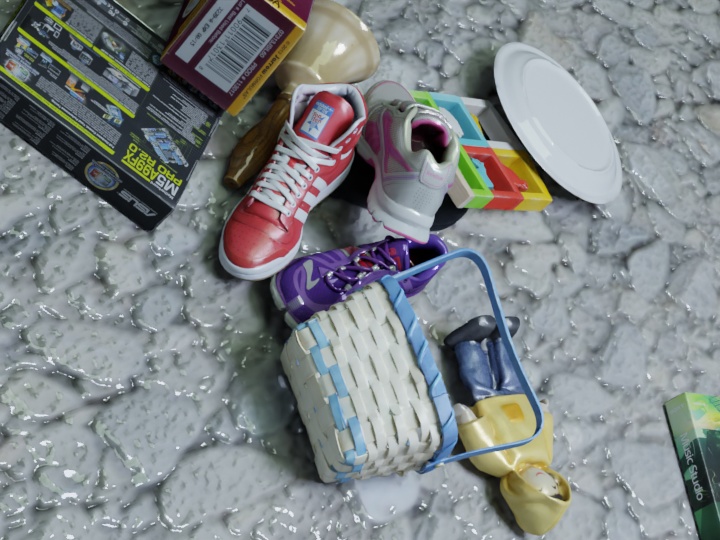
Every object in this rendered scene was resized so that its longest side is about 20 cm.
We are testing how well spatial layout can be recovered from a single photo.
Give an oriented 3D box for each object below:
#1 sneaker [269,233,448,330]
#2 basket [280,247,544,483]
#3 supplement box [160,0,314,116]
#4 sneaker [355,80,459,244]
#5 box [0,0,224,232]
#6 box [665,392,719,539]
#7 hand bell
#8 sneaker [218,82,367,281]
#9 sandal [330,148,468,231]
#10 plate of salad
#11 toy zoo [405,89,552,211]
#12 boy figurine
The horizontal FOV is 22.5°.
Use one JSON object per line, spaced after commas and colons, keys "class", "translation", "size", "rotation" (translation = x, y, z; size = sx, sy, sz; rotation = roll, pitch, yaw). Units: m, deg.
{"class": "sneaker", "translation": [0.000, 0.000, 1.613], "size": [0.199, 0.083, 0.081], "rotation": [-21, 77, -45]}
{"class": "basket", "translation": [0.041, 0.084, 1.535], "size": [0.198, 0.139, 0.178], "rotation": [-16, 74, -14]}
{"class": "supplement box", "translation": [-0.101, -0.242, 1.629], "size": [0.085, 0.110, 0.201], "rotation": [36, 27, -15]}
{"class": "sneaker", "translation": [0.050, -0.116, 1.654], "size": [0.081, 0.088, 0.201], "rotation": [21, 34, -28]}
{"class": "box", "translation": [-0.220, -0.152, 1.553], "size": [0.199, 0.044, 0.161], "rotation": [37, 45, -16]}
{"class": "box", "translation": [0.391, 0.225, 1.838], "size": [0.143, 0.036, 0.202], "rotation": [9, 57, -37]}
{"class": "hand bell", "translation": [-0.070, -0.147, 1.667], "size": [0.104, 0.104, 0.201], "rotation": [40, 56, -13]}
{"class": "sneaker", "translation": [-0.057, -0.086, 1.581], "size": [0.071, 0.113, 0.200], "rotation": [28, 50, 7]}
{"class": "sandal", "translation": [0.033, -0.086, 1.728], "size": [0.199, 0.043, 0.077], "rotation": [10, 57, -36]}
{"class": "plate of salad", "translation": [0.204, -0.152, 1.918], "size": [0.199, 0.048, 0.201], "rotation": [33, 38, -30]}
{"class": "toy zoo", "translation": [0.121, -0.118, 1.809], "size": [0.199, 0.020, 0.132], "rotation": [0, 55, -56]}
{"class": "boy figurine", "translation": [0.133, 0.142, 1.651], "size": [0.124, 0.064, 0.201], "rotation": [8, 55, -40]}
